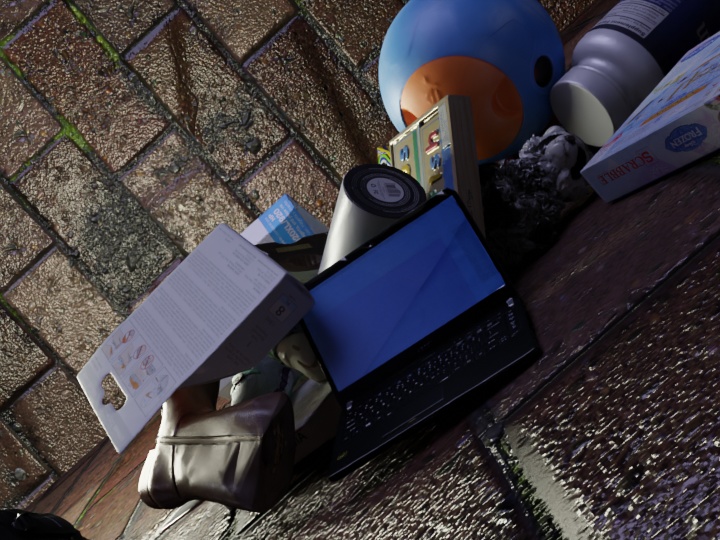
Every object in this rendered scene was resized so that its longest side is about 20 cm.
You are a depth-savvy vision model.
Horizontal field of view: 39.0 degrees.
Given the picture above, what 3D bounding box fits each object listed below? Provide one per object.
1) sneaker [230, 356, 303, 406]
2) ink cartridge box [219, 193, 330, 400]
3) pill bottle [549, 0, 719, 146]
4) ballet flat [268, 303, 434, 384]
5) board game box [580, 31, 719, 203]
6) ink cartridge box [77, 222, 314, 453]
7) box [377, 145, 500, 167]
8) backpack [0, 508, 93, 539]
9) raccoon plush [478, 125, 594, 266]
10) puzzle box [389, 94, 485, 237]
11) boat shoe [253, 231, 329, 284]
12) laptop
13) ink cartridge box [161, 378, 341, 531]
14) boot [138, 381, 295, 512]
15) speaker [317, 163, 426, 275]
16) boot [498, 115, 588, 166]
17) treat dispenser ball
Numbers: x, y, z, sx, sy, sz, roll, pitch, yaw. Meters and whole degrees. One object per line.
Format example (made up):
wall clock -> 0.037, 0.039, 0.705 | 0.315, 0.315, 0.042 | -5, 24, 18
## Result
sneaker -> -0.109, 0.099, 1.014 | 0.074, 0.088, 0.200 | -39, 5, 21
ink cartridge box -> -0.097, 0.045, 1.199 | 0.200, 0.145, 0.147 | -41, -28, 6
pill bottle -> 0.289, -0.221, 1.045 | 0.200, 0.111, 0.111 | -44, 7, -17
ballet flat -> -0.014, 0.065, 0.885 | 0.199, 0.074, 0.074 | -10, 20, 23
board game box -> 0.303, -0.157, 0.840 | 0.200, 0.041, 0.200 | -45, 7, -27
ink cartridge box -> -0.149, 0.061, 0.894 | 0.200, 0.047, 0.160 | -48, 33, -5
box -> 0.090, -0.107, 1.209 | 0.070, 0.065, 0.200 | -12, 18, -20
backpack -> -0.305, 0.299, 0.971 | 0.154, 0.163, 0.200 | -56, 0, -1
raccoon plush -> 0.145, -0.065, 0.995 | 0.134, 0.097, 0.200 | -37, 2, -37
puzzle box -> 0.070, -0.046, 0.942 | 0.025, 0.201, 0.133 | 0, -13, -22
boat shoe -> -0.046, 0.007, 1.063 | 0.199, 0.076, 0.072 | -6, 29, -16
laptop -> 0.029, 0.040, 0.786 | 0.177, 0.103, 0.200 | -34, 10, 12
ink cartridge box -> -0.074, 0.163, 0.946 | 0.200, 0.045, 0.176 | -39, 6, 28
boot -> -0.111, 0.114, 0.863 | 0.200, 0.064, 0.187 | -21, 56, 52
speaker -> 0.000, 0.000, 0.973 | 0.081, 0.081, 0.200 | -49, -18, -48
boot -> 0.248, -0.170, 1.155 | 0.200, 0.072, 0.144 | -51, 8, -9
treat dispenser ball -> 0.120, -0.215, 1.097 | 0.201, 0.201, 0.201 | -41, 6, 6
